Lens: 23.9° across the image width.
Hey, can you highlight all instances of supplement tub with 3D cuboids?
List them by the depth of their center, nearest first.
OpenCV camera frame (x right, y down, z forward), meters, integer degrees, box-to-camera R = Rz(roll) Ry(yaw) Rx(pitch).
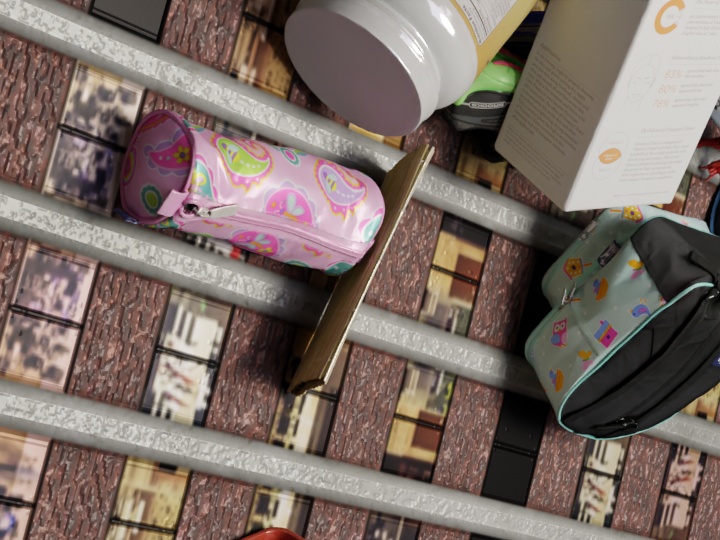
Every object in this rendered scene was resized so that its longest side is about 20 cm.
[{"bbox_3d":[0.050,-0.211,1.259,0.200,0.144,0.145,-51,126,-25],"label":"supplement tub"}]

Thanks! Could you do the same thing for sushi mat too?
[{"bbox_3d":[0.000,0.000,1.279,0.012,0.096,0.201,27,75,-9],"label":"sushi mat"}]

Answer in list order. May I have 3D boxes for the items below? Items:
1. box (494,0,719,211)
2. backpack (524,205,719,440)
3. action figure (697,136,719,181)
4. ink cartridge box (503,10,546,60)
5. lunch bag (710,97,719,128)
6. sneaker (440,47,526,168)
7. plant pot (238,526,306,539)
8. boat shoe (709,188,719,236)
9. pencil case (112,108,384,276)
[{"bbox_3d":[0.206,-0.157,1.307,0.124,0.098,0.201,-5,128,-37],"label":"box"},{"bbox_3d":[0.237,0.047,1.449,0.175,0.154,0.200,10,126,-44],"label":"backpack"},{"bbox_3d":[0.322,-0.150,1.567,0.201,0.099,0.065,60,31,-3],"label":"action figure"},{"bbox_3d":[0.187,-0.183,1.421,0.199,0.094,0.037,18,83,-42],"label":"ink cartridge box"},{"bbox_3d":[0.351,-0.189,1.468,0.200,0.075,0.161,41,56,-35],"label":"lunch bag"},{"bbox_3d":[0.133,-0.126,1.409,0.200,0.077,0.084,20,114,-47],"label":"sneaker"},{"bbox_3d":[-0.071,0.325,1.196,0.199,0.199,0.177,-16,118,-40],"label":"plant pot"},{"bbox_3d":[0.413,-0.091,1.657,0.200,0.068,0.084,-49,125,-27],"label":"boat shoe"},{"bbox_3d":[-0.076,-0.051,1.203,0.199,0.087,0.088,15,85,-45],"label":"pencil case"}]
